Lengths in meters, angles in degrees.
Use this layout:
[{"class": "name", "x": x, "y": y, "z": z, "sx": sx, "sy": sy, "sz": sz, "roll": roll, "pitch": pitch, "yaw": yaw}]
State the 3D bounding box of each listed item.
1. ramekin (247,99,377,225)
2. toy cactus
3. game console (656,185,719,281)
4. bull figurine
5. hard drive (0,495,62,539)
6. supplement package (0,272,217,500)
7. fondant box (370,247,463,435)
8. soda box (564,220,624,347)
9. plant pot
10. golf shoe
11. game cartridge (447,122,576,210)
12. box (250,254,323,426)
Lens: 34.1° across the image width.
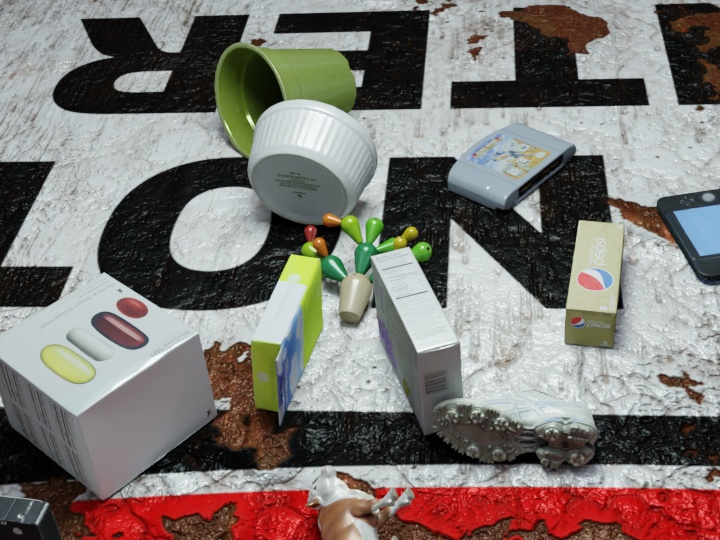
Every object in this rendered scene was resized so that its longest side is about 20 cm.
[{"class": "ramekin", "x": -0.080, "y": -0.155, "z": 1.784, "sx": 0.201, "sy": 0.203, "sz": 0.095, "roll": 8, "pitch": 53, "yaw": 15}, {"class": "toy cactus", "x": 0.000, "y": 0.000, "z": 1.674, "sx": 0.199, "sy": 0.102, "sz": 0.166, "roll": 8, "pitch": 59, "yaw": 12}, {"class": "game console", "x": 0.541, "y": -0.095, "z": 1.690, "sx": 0.170, "sy": 0.119, "sz": 0.200, "roll": -8, "pitch": 38, "yaw": -4}, {"class": "bull figurine", "x": -0.001, "y": 0.295, "z": 1.290, "sx": 0.121, "sy": 0.065, "sz": 0.201, "roll": -31, "pitch": 41, "yaw": 22}, {"class": "hard drive", "x": -0.422, "y": 0.299, "z": 1.287, "sx": 0.199, "sy": 0.140, "sz": 0.038, "roll": 3, "pitch": 38, "yaw": 11}, {"class": "supplement package", "x": -0.323, "y": 0.139, "z": 1.471, "sx": 0.200, "sy": 0.148, "sz": 0.191, "roll": 27, "pitch": 48, "yaw": 35}, {"class": "fondant box", "x": 0.072, "y": 0.088, "z": 1.492, "sx": 0.058, "sy": 0.145, "sz": 0.200, "roll": -13, "pitch": 39, "yaw": -8}, {"class": "soda box", "x": 0.325, "y": 0.015, "z": 1.620, "sx": 0.067, "sy": 0.064, "sz": 0.200, "roll": 5, "pitch": 40, "yaw": 13}, {"class": "plant pot", "x": -0.114, "y": -0.301, "z": 1.993, "sx": 0.189, "sy": 0.201, "sz": 0.200, "roll": -20, "pitch": 39, "yaw": -39}, {"class": "golf shoe", "x": 0.187, "y": 0.184, "z": 1.430, "sx": 0.199, "sy": 0.079, "sz": 0.097, "roll": 10, "pitch": 28, "yaw": 7}, {"class": "game cartridge", "x": 0.238, "y": -0.172, "z": 1.888, "sx": 0.133, "sy": 0.042, "sz": 0.200, "roll": 29, "pitch": 50, "yaw": 30}, {"class": "box", "x": -0.096, "y": 0.088, "z": 1.528, "sx": 0.047, "sy": 0.122, "sz": 0.200, "roll": 9, "pitch": 40, "yaw": 11}]
